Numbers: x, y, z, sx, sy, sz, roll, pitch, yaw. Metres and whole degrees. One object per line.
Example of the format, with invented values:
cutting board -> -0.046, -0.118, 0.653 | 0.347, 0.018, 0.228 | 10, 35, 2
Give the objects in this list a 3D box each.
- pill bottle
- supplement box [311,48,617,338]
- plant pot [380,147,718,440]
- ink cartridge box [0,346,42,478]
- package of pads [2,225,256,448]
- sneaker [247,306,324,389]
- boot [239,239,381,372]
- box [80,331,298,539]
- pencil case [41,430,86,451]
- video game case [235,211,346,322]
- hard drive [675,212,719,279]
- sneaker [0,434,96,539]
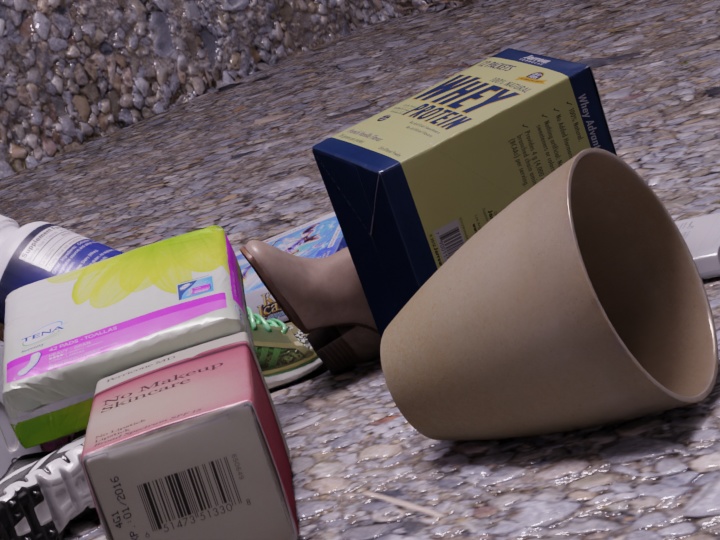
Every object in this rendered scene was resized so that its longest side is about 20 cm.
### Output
pill bottle -> -0.264, 0.025, 1.825 | 0.199, 0.117, 0.116 | 21, 27, 18
supplement box -> 0.101, -0.045, 1.661 | 0.199, 0.201, 0.134 | -27, 22, -18
plant pot -> 0.119, 0.040, 1.444 | 0.199, 0.188, 0.187 | -27, 6, 30
ink cartridge box -> -0.339, 0.121, 1.740 | 0.082, 0.147, 0.200 | -22, 13, -17
package of pads -> -0.187, 0.048, 1.632 | 0.199, 0.069, 0.155 | -18, 31, 2
sneaker -> -0.099, 0.061, 1.800 | 0.199, 0.089, 0.077 | -24, 14, -24
boot -> 0.000, 0.000, 1.735 | 0.146, 0.200, 0.070 | -36, 49, 1
box -> -0.121, 0.133, 1.472 | 0.127, 0.110, 0.200 | -19, 13, -1
pencil case -> -0.189, 0.111, 1.708 | 0.199, 0.087, 0.083 | -9, 4, 31
video game case -> -0.087, 0.008, 2.055 | 0.180, 0.046, 0.200 | -23, 13, 14
hard drive -> 0.229, -0.006, 1.783 | 0.199, 0.027, 0.132 | -11, 14, 24
sneaker -> -0.226, 0.161, 1.597 | 0.199, 0.067, 0.090 | -29, 19, -33
